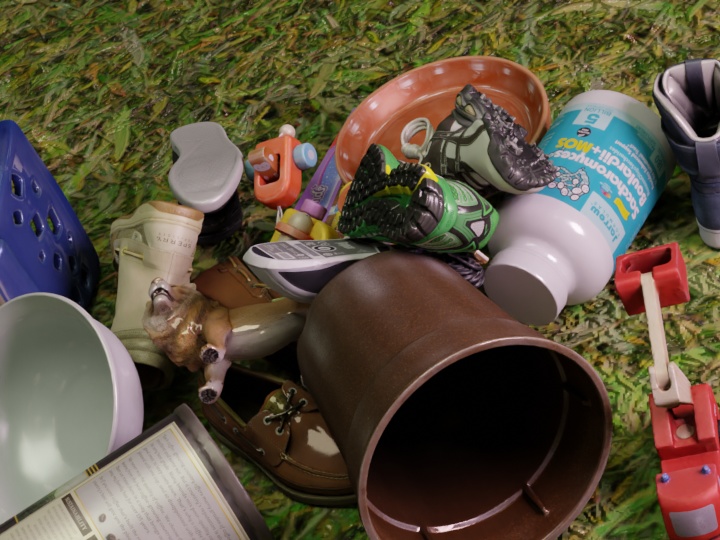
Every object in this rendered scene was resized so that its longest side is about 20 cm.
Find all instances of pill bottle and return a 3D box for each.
[{"bbox_3d":[0.176,-0.048,1.661,0.110,0.111,0.200,8,49,35],"label":"pill bottle"}]

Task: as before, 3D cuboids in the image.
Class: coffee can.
[{"bbox_3d":[-0.177,0.216,1.517,0.199,0.147,0.146,-32,38,-9],"label":"coffee can"}]

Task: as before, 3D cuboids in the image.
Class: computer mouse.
[{"bbox_3d":[0.000,0.000,1.607,0.199,0.044,0.110,-4,16,-22],"label":"computer mouse"}]

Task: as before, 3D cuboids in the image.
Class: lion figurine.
[{"bbox_3d":[-0.080,0.046,1.633,0.199,0.073,0.123,-3,27,-2],"label":"lion figurine"}]

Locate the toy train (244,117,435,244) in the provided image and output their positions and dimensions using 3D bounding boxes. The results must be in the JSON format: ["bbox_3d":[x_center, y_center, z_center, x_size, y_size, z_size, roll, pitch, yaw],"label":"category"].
[{"bbox_3d":[-0.032,-0.076,1.749,0.199,0.056,0.151,-9,66,35],"label":"toy train"}]

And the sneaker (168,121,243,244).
[{"bbox_3d":[-0.136,-0.064,1.851,0.070,0.100,0.200,-13,22,-4],"label":"sneaker"}]

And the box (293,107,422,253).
[{"bbox_3d":[0.019,-0.071,1.833,0.136,0.039,0.201,3,46,30],"label":"box"}]

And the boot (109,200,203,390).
[{"bbox_3d":[-0.194,0.031,1.793,0.200,0.072,0.156,153,127,-68],"label":"boot"}]

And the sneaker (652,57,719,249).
[{"bbox_3d":[0.295,-0.137,1.673,0.076,0.147,0.203,-14,37,17],"label":"sneaker"}]

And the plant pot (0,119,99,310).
[{"bbox_3d":[-0.365,0.012,1.828,0.199,0.200,0.180,-17,44,10],"label":"plant pot"}]

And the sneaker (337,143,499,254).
[{"bbox_3d":[0.042,-0.046,1.590,0.078,0.085,0.200,-67,23,4],"label":"sneaker"}]

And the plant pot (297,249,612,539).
[{"bbox_3d":[0.053,0.094,1.497,0.200,0.201,0.198,-31,34,-8],"label":"plant pot"}]

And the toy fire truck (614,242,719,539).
[{"bbox_3d":[0.227,0.093,1.440,0.048,0.141,0.201,-13,39,15],"label":"toy fire truck"}]

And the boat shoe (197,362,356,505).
[{"bbox_3d":[-0.063,0.128,1.620,0.199,0.068,0.072,18,53,40],"label":"boat shoe"}]

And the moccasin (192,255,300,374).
[{"bbox_3d":[-0.070,0.035,1.738,0.078,0.074,0.201,-47,32,-12],"label":"moccasin"}]

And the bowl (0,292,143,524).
[{"bbox_3d":[-0.247,0.123,1.680,0.200,0.090,0.203,-8,78,37],"label":"bowl"}]

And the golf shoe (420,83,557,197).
[{"bbox_3d":[0.098,-0.082,1.621,0.095,0.078,0.200,-48,14,8],"label":"golf shoe"}]

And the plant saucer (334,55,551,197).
[{"bbox_3d":[0.075,-0.118,1.800,0.199,0.032,0.201,-14,40,12],"label":"plant saucer"}]
